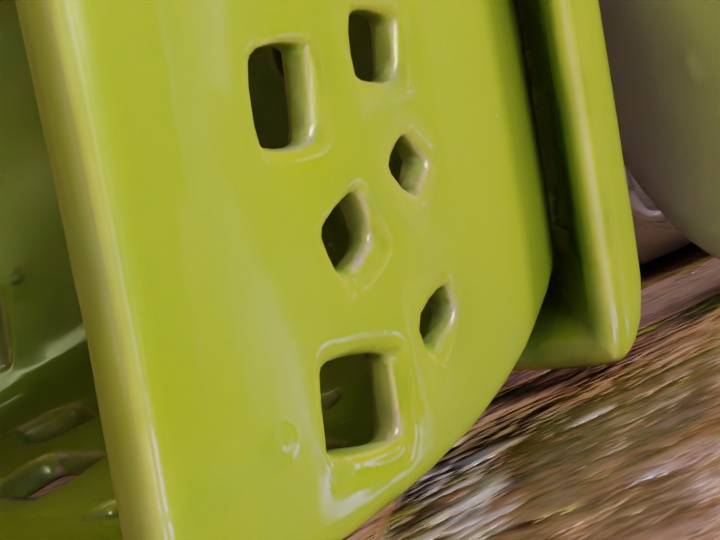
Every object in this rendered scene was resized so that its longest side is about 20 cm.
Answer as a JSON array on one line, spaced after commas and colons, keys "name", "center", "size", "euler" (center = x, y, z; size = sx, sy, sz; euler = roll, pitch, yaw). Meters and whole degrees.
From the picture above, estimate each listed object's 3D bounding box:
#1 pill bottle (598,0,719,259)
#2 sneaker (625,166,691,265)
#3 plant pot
[{"name": "pill bottle", "center": [0.157, -0.085, 0.640], "size": [0.200, 0.106, 0.106], "euler": [-26, 4, -18]}, {"name": "sneaker", "center": [0.108, -0.049, 0.745], "size": [0.200, 0.075, 0.087], "euler": [-25, 8, -3]}, {"name": "plant pot", "center": [-0.055, -0.044, 0.603], "size": [0.181, 0.199, 0.200], "euler": [-20, 12, -42]}]
